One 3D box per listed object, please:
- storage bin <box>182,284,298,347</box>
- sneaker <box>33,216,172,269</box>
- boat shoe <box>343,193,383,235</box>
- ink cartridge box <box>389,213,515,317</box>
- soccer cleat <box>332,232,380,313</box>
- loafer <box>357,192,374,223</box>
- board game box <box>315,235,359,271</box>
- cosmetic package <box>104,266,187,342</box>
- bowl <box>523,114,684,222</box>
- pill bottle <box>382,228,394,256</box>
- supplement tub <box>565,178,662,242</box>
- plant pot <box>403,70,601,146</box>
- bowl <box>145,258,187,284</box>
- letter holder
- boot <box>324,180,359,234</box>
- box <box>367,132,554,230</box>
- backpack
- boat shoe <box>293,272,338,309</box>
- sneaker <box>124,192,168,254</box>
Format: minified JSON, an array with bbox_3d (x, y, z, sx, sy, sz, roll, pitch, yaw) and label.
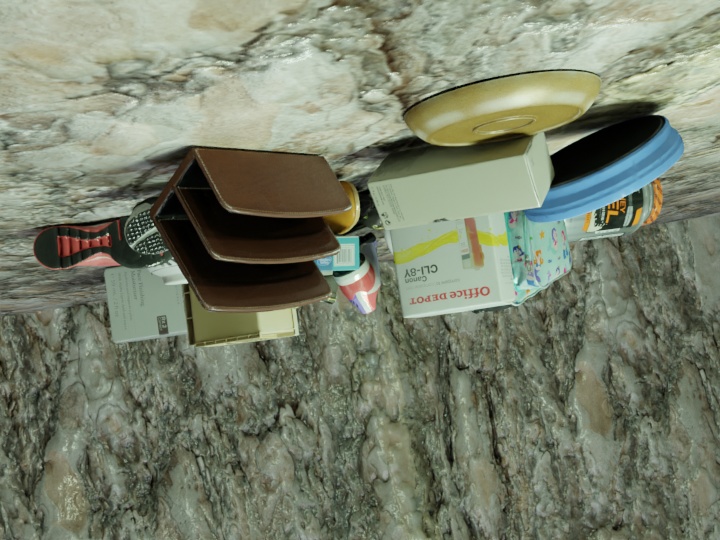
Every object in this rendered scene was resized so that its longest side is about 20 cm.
[{"bbox_3d":[-0.221,0.027,1.565,0.196,0.204,0.093,-11,175,38],"label":"storage bin"},{"bbox_3d":[-0.368,-0.042,1.292,0.196,0.075,0.087,-1,-175,-12],"label":"sneaker"},{"bbox_3d":[0.021,-0.090,1.393,0.199,0.062,0.071,-11,179,38],"label":"boat shoe"},{"bbox_3d":[0.119,-0.045,1.189,0.143,0.204,0.083,-10,177,22],"label":"ink cartridge box"},{"bbox_3d":[0.000,0.000,1.313,0.067,0.074,0.200,-23,-165,10],"label":"soccer cleat"},{"bbox_3d":[-0.065,-0.076,1.370,0.198,0.074,0.072,-9,-179,38],"label":"loafer"},{"bbox_3d":[-0.116,-0.025,1.228,0.149,0.048,0.199,-2,-176,-33],"label":"board game box"},{"bbox_3d":[-0.446,0.066,1.995,0.196,0.168,0.165,-9,176,3],"label":"cosmetic package"},{"bbox_3d":[0.278,-0.123,1.045,0.198,0.040,0.201,-28,-166,7],"label":"bowl"},{"bbox_3d":[0.142,-0.084,1.462,0.197,0.106,0.104,-9,177,26],"label":"pill bottle"},{"bbox_3d":[0.371,-0.112,1.416,0.197,0.125,0.122,-8,177,-19],"label":"supplement tub"},{"bbox_3d":[0.142,-0.155,0.886,0.196,0.028,0.200,-9,178,0],"label":"plant pot"},{"bbox_3d":[-0.271,-0.030,1.394,0.197,0.096,0.201,-8,177,0],"label":"bowl"},{"bbox_3d":[-0.098,-0.041,0.952,0.198,0.143,0.101,-5,145,-50],"label":"letter holder"},{"bbox_3d":[-0.099,-0.078,1.220,0.142,0.072,0.200,-7,-179,-28],"label":"boot"},{"bbox_3d":[0.114,-0.105,1.016,0.197,0.069,0.082,-6,-150,32],"label":"box"},{"bbox_3d":[0.213,-0.055,1.291,0.149,0.203,0.177,-15,-177,35],"label":"backpack"},{"bbox_3d":[-0.093,0.026,1.293,0.071,0.061,0.201,2,-176,32],"label":"boat shoe"},{"bbox_3d":[-0.189,-0.082,1.078,0.197,0.075,0.080,-13,-153,-10],"label":"sneaker"}]
